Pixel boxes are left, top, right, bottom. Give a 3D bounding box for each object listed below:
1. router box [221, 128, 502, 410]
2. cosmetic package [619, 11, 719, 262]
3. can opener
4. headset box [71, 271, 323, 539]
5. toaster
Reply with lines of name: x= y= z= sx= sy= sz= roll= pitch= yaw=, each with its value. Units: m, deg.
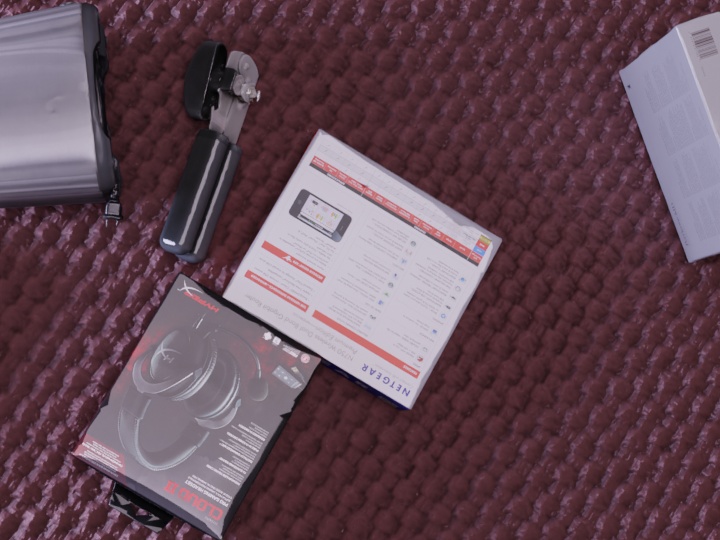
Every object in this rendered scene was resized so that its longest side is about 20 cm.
router box: x=0.000 y=0.000 z=1.213 sx=0.199 sy=0.049 sz=0.180 roll=31 pitch=79 yaw=-4
cosmetic package: x=0.316 y=-0.117 z=1.227 sx=0.051 sy=0.151 sz=0.201 roll=-18 pitch=87 yaw=-12
can opener: x=-0.139 y=-0.107 z=1.211 sx=0.066 sy=0.053 sz=0.202 roll=8 pitch=78 yaw=27
headset box: x=-0.146 y=0.127 z=1.161 sx=0.148 sy=0.077 sz=0.201 roll=31 pitch=78 yaw=-4
toaster: x=-0.278 y=-0.130 z=1.155 sx=0.128 sy=0.114 sz=0.202 roll=-7 pitch=86 yaw=-6
